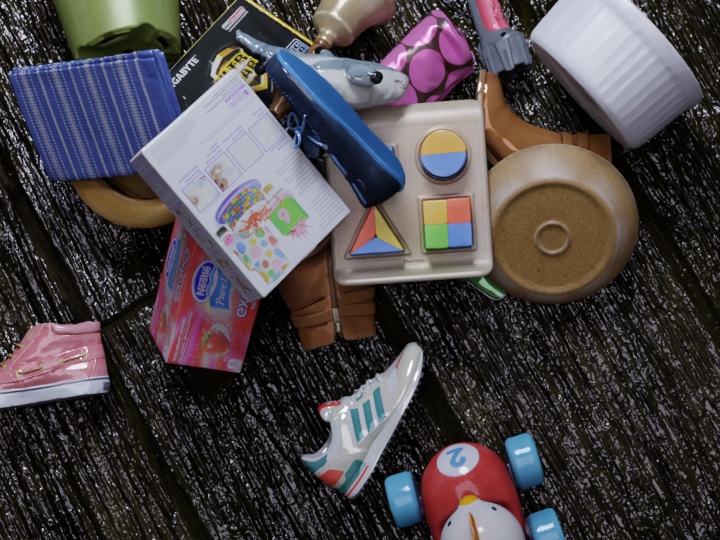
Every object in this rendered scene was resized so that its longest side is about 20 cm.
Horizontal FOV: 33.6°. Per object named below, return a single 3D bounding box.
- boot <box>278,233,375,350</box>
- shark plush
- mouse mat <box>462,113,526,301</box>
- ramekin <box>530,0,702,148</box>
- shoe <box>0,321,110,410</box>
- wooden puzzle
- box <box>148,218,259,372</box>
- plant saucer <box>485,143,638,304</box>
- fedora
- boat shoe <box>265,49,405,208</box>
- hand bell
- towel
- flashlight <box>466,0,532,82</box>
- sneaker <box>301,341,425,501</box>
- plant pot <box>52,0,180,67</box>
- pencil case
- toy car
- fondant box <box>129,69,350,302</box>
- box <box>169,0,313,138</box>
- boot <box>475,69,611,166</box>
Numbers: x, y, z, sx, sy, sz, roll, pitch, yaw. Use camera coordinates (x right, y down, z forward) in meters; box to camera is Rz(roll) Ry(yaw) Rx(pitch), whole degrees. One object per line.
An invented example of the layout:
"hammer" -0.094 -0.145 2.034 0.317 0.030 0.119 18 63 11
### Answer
"boot" 0.000 0.000 1.406 0.197 0.077 0.158 -15 92 -8
"shark plush" -0.047 -0.217 1.332 0.197 0.092 0.084 11 46 10
"mouse mat" 0.160 -0.086 1.438 0.160 0.008 0.201 36 88 6
"ramekin" 0.283 -0.233 1.349 0.098 0.200 0.201 -42 83 8
"shoe" -0.404 0.116 1.439 0.197 0.071 0.093 -9 83 -1
"wooden puzzle" 0.053 -0.089 1.339 0.182 0.046 0.204 -4 87 4
"box" -0.169 0.002 1.372 0.093 0.103 0.203 10 105 -25
"plant saucer" 0.220 -0.044 1.366 0.197 0.036 0.203 3 117 7
"fedora" -0.256 -0.142 1.440 0.197 0.082 0.204 -1 82 9
"boat shoe" -0.036 -0.142 1.268 0.068 0.084 0.200 -37 104 21
"hand bell" -0.050 -0.257 1.387 0.103 0.104 0.201 29 66 6
"towel" -0.291 -0.174 1.350 0.197 0.024 0.147 -3 121 21
"flashlight" 0.157 -0.332 1.429 0.067 0.068 0.203 -18 83 0
"sneaker" 0.002 0.163 1.397 0.092 0.070 0.202 28 91 1
"plant pot" -0.283 -0.327 1.381 0.197 0.200 0.193 -16 72 3
"pencil case" 0.053 -0.210 1.418 0.094 0.091 0.200 42 88 9
"toy car" 0.129 0.282 1.312 0.182 0.200 0.180 -17 84 3
"fondant box" -0.127 -0.089 1.276 0.144 0.058 0.201 -45 101 -24
"box" -0.133 -0.213 1.401 0.159 0.049 0.201 35 56 1
"boot" 0.215 -0.146 1.391 0.153 0.077 0.203 -10 90 9
